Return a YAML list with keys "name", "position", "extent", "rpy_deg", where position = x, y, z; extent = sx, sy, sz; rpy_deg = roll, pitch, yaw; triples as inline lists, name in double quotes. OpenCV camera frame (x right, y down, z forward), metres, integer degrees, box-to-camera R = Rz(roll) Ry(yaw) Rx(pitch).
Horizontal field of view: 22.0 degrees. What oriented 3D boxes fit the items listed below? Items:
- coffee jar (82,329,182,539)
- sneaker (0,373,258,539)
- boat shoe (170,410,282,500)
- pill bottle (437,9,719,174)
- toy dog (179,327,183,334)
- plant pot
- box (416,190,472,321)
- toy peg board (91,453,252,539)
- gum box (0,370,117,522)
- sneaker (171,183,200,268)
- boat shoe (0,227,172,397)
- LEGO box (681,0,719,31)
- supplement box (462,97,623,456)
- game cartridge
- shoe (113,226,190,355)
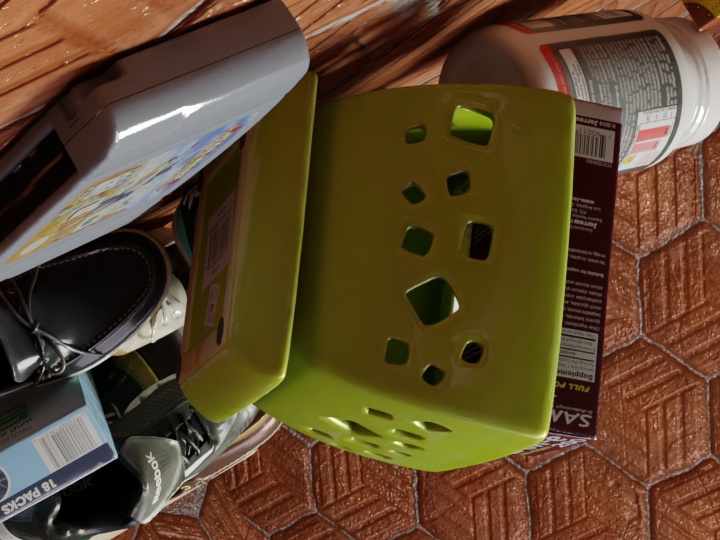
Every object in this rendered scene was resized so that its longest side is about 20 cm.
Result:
- name: "coffee jar"
  position: [-0.185, 0.123, 1.245]
  extent: [0.199, 0.105, 0.085]
  rpy_deg: [-37, -167, -19]
- name: "sneaker"
  position: [-0.135, 0.120, 1.168]
  extent: [0.199, 0.067, 0.090]
  rpy_deg: [-26, -163, -27]
- name: "boat shoe"
  position: [-0.141, 0.131, 1.352]
  extent: [0.198, 0.071, 0.070]
  rpy_deg: [-21, 139, 13]
- name: "pill bottle"
  position: [0.159, -0.121, 1.298]
  extent: [0.199, 0.117, 0.116]
  rpy_deg: [-12, 167, -38]
- name: "toy dog"
  position: [-0.152, 0.030, 1.357]
  extent: [0.199, 0.132, 0.097]
  rpy_deg: [-35, 138, 0]
- name: "plant pot"
  position: [0.000, 0.000, 1.065]
  extent: [0.179, 0.201, 0.200]
  rpy_deg: [9, 166, -14]
- name: "box"
  position: [0.018, -0.036, 1.260]
  extent: [0.117, 0.200, 0.049]
  rpy_deg: [-33, 141, -11]
- name: "toy peg board"
  position: [-0.210, 0.097, 1.475]
  extent: [0.199, 0.200, 0.098]
  rpy_deg: [-30, 135, 5]
- name: "gum box"
  position: [-0.248, 0.102, 1.167]
  extent: [0.169, 0.045, 0.200]
  rpy_deg: [-29, -157, -4]
- name: "sneaker"
  position: [-0.049, 0.027, 1.191]
  extent: [0.071, 0.200, 0.080]
  rpy_deg: [-43, -178, -8]
- name: "boat shoe"
  position: [-0.200, 0.036, 1.087]
  extent: [0.198, 0.075, 0.062]
  rpy_deg: [-25, -177, -10]
- name: "LEGO box"
  position: [0.320, -0.261, 1.280]
  extent: [0.148, 0.078, 0.200]
  rpy_deg: [-28, 177, -34]
- name: "supplement box"
  position: [0.106, 0.005, 1.128]
  extent: [0.060, 0.202, 0.109]
  rpy_deg: [10, 167, -13]
- name: "game cartridge"
  position: [-0.110, -0.051, 0.835]
  extent: [0.132, 0.042, 0.200]
  rpy_deg: [-23, 173, -40]
- name: "shoe"
  position: [-0.136, 0.004, 1.223]
  extent: [0.053, 0.071, 0.200]
  rpy_deg: [-17, -170, 11]
